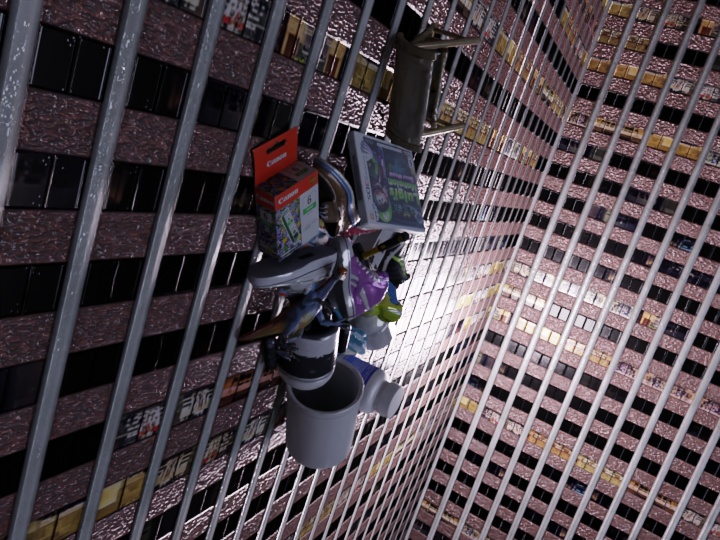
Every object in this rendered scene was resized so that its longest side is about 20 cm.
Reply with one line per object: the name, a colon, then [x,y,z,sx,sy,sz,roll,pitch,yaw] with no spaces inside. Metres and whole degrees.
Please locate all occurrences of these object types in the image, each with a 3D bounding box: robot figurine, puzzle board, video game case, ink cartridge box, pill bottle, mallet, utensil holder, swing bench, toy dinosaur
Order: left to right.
ink cartridge box: [-0.121,-0.125,1.055,0.109,0.050,0.201,-40,147,-38]
toy dinosaur: [-0.099,0.062,1.138,0.105,0.198,0.183,97,12,-61]
robot figurine: [-0.106,0.143,1.268,0.125,0.149,0.202,-63,164,-56]
puzzle board: [-0.085,-0.008,1.273,0.152,0.017,0.200,-63,157,4]
utensil holder: [-0.087,0.318,1.421,0.170,0.169,0.201,-43,150,-44]
pill bottle: [-0.001,0.273,1.521,0.112,0.199,0.113,-47,150,-38]
robot figurine: [0.023,0.123,1.545,0.169,0.113,0.200,-36,151,-8]
mallet: [0.032,-0.053,1.326,0.041,0.066,0.200,-22,172,-37]
video game case: [0.055,-0.168,1.252,0.199,0.023,0.184,4,75,-52]
swing bench: [0.132,-0.378,1.300,0.200,0.129,0.200,-34,142,-44]

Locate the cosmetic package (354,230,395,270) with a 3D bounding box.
cosmetic package: [0.034,-0.069,1.467,0.201,0.050,0.083,-62,158,-10]

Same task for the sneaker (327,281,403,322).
sneaker: [0.007,0.047,1.408,0.199,0.076,0.106,24,47,-35]

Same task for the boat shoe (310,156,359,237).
boat shoe: [-0.054,-0.123,1.149,0.072,0.072,0.200,-47,149,-12]

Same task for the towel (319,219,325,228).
towel: [-0.091,-0.101,1.205,0.086,0.018,0.201,-42,148,-36]

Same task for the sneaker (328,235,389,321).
sneaker: [0.000,0.000,1.271,0.113,0.073,0.202,-23,134,-17]

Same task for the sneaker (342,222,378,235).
sneaker: [0.016,-0.130,1.351,0.200,0.080,0.075,-44,121,-51]

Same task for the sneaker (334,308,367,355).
sneaker: [-0.067,0.138,1.405,0.200,0.080,0.077,44,50,-45]

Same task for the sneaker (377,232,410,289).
sneaker: [0.091,-0.014,1.549,0.201,0.082,0.072,113,0,-51]

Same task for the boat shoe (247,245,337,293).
boat shoe: [-0.117,0.009,1.139,0.199,0.073,0.066,-16,122,-42]

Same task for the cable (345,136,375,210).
cable: [0.032,-0.180,1.277,0.200,0.050,0.164,-41,115,-48]
